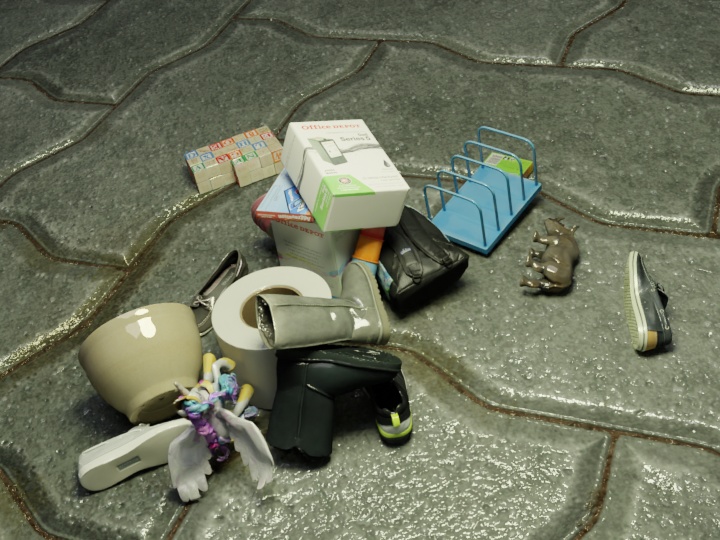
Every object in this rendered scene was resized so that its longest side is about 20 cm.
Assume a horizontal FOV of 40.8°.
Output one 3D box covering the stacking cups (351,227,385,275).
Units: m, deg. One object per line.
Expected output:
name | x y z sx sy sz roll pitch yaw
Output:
stacking cups | 0.000 0.000 1.668 0.060 0.202 0.061 13 1 0

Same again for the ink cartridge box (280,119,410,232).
ink cartridge box | -0.030 -0.163 1.626 0.144 0.084 0.201 -7 45 -28

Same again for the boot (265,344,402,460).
boot | -0.041 0.200 1.464 0.198 0.170 0.076 5 9 5

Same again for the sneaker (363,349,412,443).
sneaker | 0.042 0.179 1.523 0.071 0.083 0.201 -15 39 -6

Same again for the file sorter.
file sorter | 0.227 -0.157 1.821 0.138 0.123 0.200 23 56 33

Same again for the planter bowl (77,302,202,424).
planter bowl | -0.339 0.164 1.565 0.199 0.201 0.135 -22 67 -14

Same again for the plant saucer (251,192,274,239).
plant saucer | -0.106 -0.103 1.836 0.199 0.201 0.051 -9 70 2

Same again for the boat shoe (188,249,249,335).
boat shoe | -0.271 0.038 1.785 0.066 0.057 0.200 10 43 23

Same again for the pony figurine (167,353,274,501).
pony figurine | -0.215 0.229 1.454 0.165 0.194 0.200 -18 10 13

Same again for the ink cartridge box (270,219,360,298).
ink cartridge box | -0.072 -0.037 1.717 0.144 0.201 0.085 20 47 32

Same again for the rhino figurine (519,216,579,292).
rhino figurine | 0.346 -0.034 1.729 0.087 0.060 0.201 17 43 10

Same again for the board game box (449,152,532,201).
board game box | 0.259 -0.166 1.936 0.095 0.030 0.200 18 45 30

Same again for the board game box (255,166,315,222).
board game box | -0.100 -0.148 1.689 0.102 0.020 0.201 4 37 17

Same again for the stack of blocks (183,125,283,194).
stack of blocks | -0.272 -0.237 2.117 0.199 0.059 0.115 -21 40 -13

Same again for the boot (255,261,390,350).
boot | -0.067 0.053 1.486 0.198 0.073 0.182 -2 39 -21

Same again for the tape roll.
tape roll | -0.134 0.110 1.602 0.201 0.140 0.204 -6 39 5

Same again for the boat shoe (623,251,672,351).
boat shoe | 0.471 0.050 1.594 0.062 0.075 0.201 0 45 4

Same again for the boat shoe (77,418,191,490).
boat shoe | -0.347 0.274 1.515 0.199 0.072 0.069 -28 41 -7

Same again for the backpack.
backpack | 0.077 -0.032 1.741 0.162 0.154 0.200 -29 64 -16
